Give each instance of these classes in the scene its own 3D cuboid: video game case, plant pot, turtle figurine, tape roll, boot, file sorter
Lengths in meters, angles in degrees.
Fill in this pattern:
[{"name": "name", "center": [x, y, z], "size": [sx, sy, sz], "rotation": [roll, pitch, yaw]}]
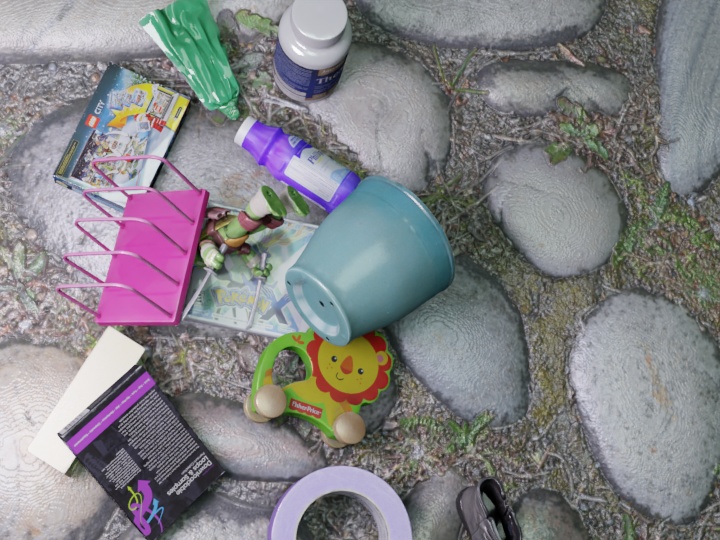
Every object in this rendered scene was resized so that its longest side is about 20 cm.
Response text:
[{"name": "video game case", "center": [-0.149, 0.004, 1.650], "size": [0.198, 0.022, 0.184], "rotation": [12, 74, -6]}, {"name": "plant pot", "center": [0.000, 0.000, 1.569], "size": [0.188, 0.200, 0.200], "rotation": [-39, 85, -25]}, {"name": "turtle figurine", "center": [-0.158, -0.022, 1.560], "size": [0.143, 0.193, 0.201], "rotation": [30, 34, -37]}, {"name": "tape roll", "center": [-0.031, 0.379, 1.544], "size": [0.197, 0.085, 0.202], "rotation": [2, 75, -9]}, {"name": "boot", "center": [0.200, 0.393, 1.553], "size": [0.069, 0.132, 0.201], "rotation": [-28, 82, -15]}, {"name": "file sorter", "center": [-0.314, -0.042, 1.502], "size": [0.138, 0.125, 0.202], "rotation": [-1, 65, 26]}]

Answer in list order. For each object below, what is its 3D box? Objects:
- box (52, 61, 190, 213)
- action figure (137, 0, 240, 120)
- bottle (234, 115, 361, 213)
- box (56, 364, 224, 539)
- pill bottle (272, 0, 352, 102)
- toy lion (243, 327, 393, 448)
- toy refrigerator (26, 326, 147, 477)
[{"name": "box", "center": [-0.357, -0.197, 1.658], "size": [0.135, 0.038, 0.202], "rotation": [24, 74, -3]}, {"name": "action figure", "center": [-0.243, -0.319, 1.699], "size": [0.117, 0.055, 0.201], "rotation": [-31, 90, -16]}, {"name": "bottle", "center": [-0.096, -0.162, 1.669], "size": [0.199, 0.084, 0.066], "rotation": [33, 114, 1]}, {"name": "box", "center": [-0.298, 0.252, 1.514], "size": [0.143, 0.036, 0.201], "rotation": [-42, 108, -22]}, {"name": "pill bottle", "center": [-0.071, -0.340, 1.655], "size": [0.110, 0.200, 0.112], "rotation": [2, 76, -8]}, {"name": "toy lion", "center": [-0.052, 0.148, 1.601], "size": [0.198, 0.069, 0.194], "rotation": [20, 68, -17]}, {"name": "toy refrigerator", "center": [-0.377, 0.186, 1.540], "size": [0.070, 0.076, 0.201], "rotation": [31, 73, -1]}]
